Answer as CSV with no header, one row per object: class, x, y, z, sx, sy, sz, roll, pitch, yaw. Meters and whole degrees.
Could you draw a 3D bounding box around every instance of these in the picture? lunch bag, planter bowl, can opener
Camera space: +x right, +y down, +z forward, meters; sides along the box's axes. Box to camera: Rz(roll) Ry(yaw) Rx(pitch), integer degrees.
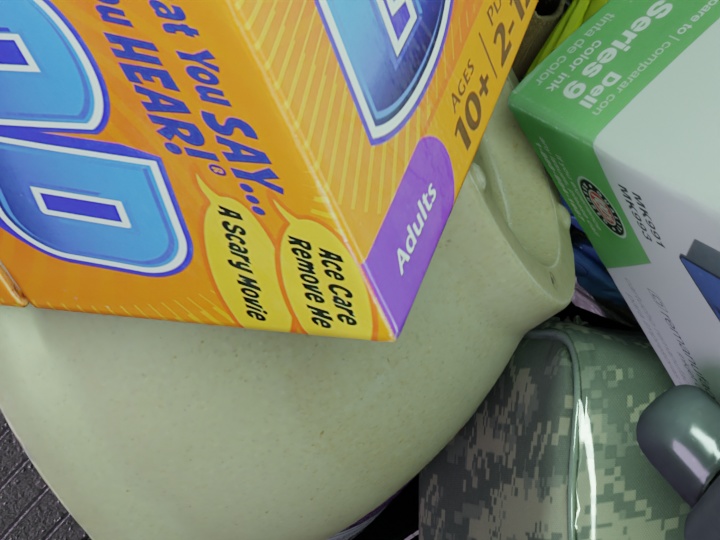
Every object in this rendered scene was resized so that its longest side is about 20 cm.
lunch bag,0.122,0.085,0.934,0.200,0.167,0.140,174,100,-76
planter bowl,-0.021,-0.022,0.737,0.200,0.135,0.200,57,-162,-31
can opener,0.104,0.057,0.684,0.066,0.053,0.200,48,169,7

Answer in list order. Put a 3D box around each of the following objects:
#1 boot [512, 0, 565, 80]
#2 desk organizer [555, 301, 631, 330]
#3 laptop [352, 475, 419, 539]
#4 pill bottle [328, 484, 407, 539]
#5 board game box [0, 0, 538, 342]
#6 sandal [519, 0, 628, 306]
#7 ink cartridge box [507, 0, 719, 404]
boot,0.000,-0.149,0.879,0.200,0.074,0.075,52,141,8
desk organizer,0.074,0.025,1.116,0.072,0.077,0.200,22,149,53
laptop,0.074,0.145,1.227,0.200,0.177,0.103,44,143,22
pill bottle,-0.025,0.043,0.952,0.112,0.112,0.200,47,157,5
board game box,-0.077,-0.129,0.589,0.200,0.200,0.200,5,144,27
sandal,0.090,-0.038,0.859,0.087,0.080,0.200,32,171,7
ink cartridge box,0.150,0.006,0.696,0.200,0.087,0.145,33,161,52
